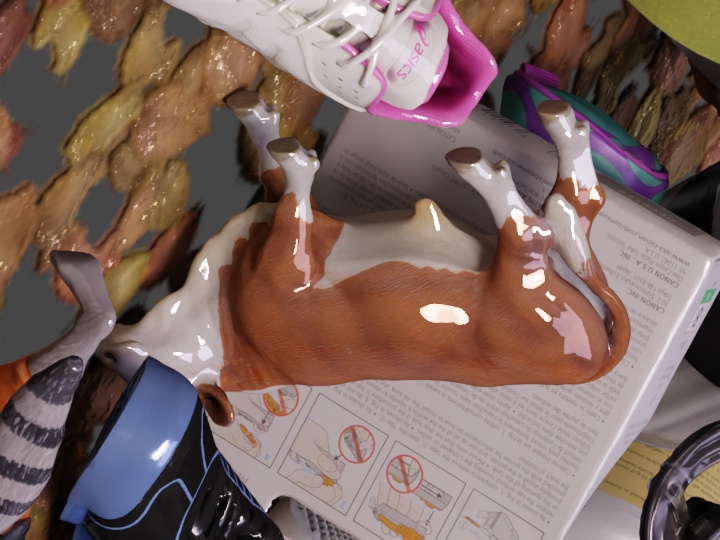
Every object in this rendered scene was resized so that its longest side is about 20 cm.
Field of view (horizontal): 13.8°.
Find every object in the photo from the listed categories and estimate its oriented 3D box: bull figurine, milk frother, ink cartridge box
[{"bbox_3d":[0.000,0.000,1.105,0.065,0.200,0.122,-85,174,-59],"label":"bull figurine"},{"bbox_3d":[0.152,0.053,1.257,0.200,0.181,0.188,-32,178,-20],"label":"milk frother"},{"bbox_3d":[0.031,0.041,1.173,0.200,0.161,0.050,-63,163,13],"label":"ink cartridge box"}]

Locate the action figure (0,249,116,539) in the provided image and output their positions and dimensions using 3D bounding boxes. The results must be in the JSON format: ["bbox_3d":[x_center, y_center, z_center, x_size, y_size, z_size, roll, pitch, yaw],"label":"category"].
[{"bbox_3d":[-0.155,0.103,0.985,0.200,0.105,0.194,-26,131,-54],"label":"action figure"}]

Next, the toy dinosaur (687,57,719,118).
[{"bbox_3d":[0.173,-0.092,1.387,0.060,0.200,0.106,-17,120,3],"label":"toy dinosaur"}]

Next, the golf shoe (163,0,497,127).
[{"bbox_3d":[-0.015,-0.101,1.013,0.075,0.091,0.200,-58,154,5],"label":"golf shoe"}]

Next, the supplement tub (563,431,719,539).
[{"bbox_3d":[0.134,0.097,1.419,0.200,0.145,0.145,-61,158,-21],"label":"supplement tub"}]

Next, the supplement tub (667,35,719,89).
[{"bbox_3d":[0.211,-0.170,1.258,0.200,0.145,0.145,-42,155,-1],"label":"supplement tub"}]

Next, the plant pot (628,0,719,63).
[{"bbox_3d":[0.177,-0.178,1.107,0.200,0.187,0.187,-48,162,27],"label":"plant pot"}]

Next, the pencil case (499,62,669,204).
[{"bbox_3d":[0.046,0.018,1.237,0.085,0.092,0.200,27,101,-33],"label":"pencil case"}]

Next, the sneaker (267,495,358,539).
[{"bbox_3d":[-0.011,0.169,1.366,0.082,0.074,0.200,-40,145,0],"label":"sneaker"}]

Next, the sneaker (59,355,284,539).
[{"bbox_3d":[-0.064,0.092,1.102,0.070,0.078,0.200,-62,176,-19],"label":"sneaker"}]
